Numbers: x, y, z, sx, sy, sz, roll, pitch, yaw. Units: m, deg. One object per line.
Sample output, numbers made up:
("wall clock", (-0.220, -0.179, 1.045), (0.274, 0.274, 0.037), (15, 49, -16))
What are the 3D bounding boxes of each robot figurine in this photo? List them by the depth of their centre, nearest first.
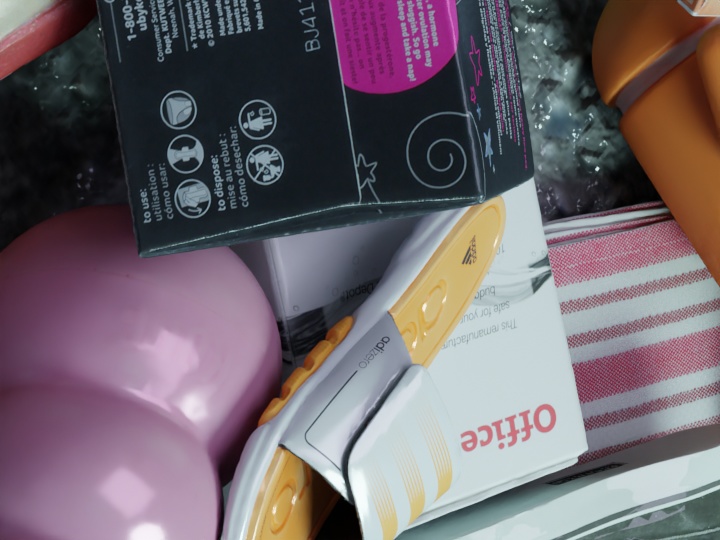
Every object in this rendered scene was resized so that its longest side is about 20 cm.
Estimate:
("robot figurine", (0.180, -0.070, 1.294), (0.143, 0.117, 0.201), (-24, 78, -43))

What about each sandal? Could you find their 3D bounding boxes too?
("sandal", (0.018, 0.048, 1.086), (0.207, 0.059, 0.079), (-55, 154, -27))

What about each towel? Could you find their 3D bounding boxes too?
("towel", (0.128, 0.071, 1.321), (0.146, 0.030, 0.201), (-11, 95, -39))

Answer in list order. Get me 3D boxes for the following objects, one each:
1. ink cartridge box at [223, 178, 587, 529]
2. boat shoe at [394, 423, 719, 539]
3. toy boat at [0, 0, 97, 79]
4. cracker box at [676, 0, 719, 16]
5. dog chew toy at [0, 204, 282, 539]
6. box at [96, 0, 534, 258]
("ink cartridge box", (0.000, 0.000, 1.185), (0.144, 0.084, 0.201), (-16, 97, -38))
("boat shoe", (0.085, 0.123, 1.229), (0.199, 0.071, 0.064), (-15, 96, -18))
("toy boat", (-0.181, -0.082, 1.035), (0.200, 0.131, 0.131), (-35, 150, -17))
("cracker box", (0.144, -0.184, 1.249), (0.133, 0.200, 0.058), (-2, 127, -38))
("dog chew toy", (-0.100, 0.076, 1.058), (0.124, 0.124, 0.201), (37, 50, -31))
("box", (-0.022, -0.116, 1.017), (0.115, 0.131, 0.201), (-21, 102, -75))
